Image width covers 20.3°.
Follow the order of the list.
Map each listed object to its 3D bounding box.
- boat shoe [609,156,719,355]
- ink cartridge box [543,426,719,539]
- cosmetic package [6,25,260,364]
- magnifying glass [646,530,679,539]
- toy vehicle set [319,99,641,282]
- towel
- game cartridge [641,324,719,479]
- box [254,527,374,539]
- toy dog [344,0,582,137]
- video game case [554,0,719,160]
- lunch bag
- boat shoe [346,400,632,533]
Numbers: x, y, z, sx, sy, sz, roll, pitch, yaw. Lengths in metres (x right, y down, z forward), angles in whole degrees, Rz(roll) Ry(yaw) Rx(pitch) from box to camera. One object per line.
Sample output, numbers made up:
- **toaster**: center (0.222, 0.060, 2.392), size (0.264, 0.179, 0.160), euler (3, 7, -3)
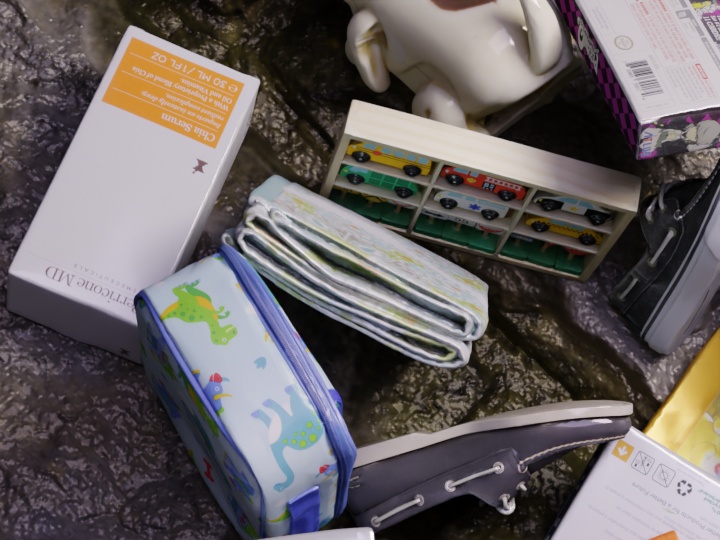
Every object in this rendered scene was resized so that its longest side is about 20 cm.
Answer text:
- **boat shoe**: center (0.215, -0.025, 1.332), size (0.071, 0.201, 0.072), euler (36, 45, 14)
- **ink cartridge box**: center (0.198, 0.231, 1.288), size (0.198, 0.043, 0.201), euler (31, 86, 6)
- **cosmetic package**: center (-0.151, -0.052, 1.344), size (0.101, 0.071, 0.201), euler (22, 66, -1)
- **magnifying glass**: center (0.110, 0.211, 1.267), size (0.199, 0.022, 0.080), euler (-22, 82, 4)
- **toy vehicle set**: center (0.076, -0.051, 1.355), size (0.199, 0.124, 0.027), euler (15, 66, -3)
- **towel**: center (0.000, 0.000, 1.293), size (0.171, 0.200, 0.048), euler (29, 99, 0)
- **game cartridge**: center (0.276, 0.160, 1.354), size (0.200, 0.032, 0.176), euler (36, 66, 7)
- **box**: center (-0.078, 0.274, 1.188), size (0.198, 0.131, 0.201), euler (-5, 69, -13)
- **toy dog**: center (0.045, -0.183, 1.374), size (0.139, 0.194, 0.200), euler (-38, 85, -10)
- **video game case**: center (0.231, -0.156, 1.288), size (0.180, 0.036, 0.201), euler (-10, 43, -9)
- **lunch bag**: center (-0.068, 0.086, 1.230), size (0.082, 0.200, 0.161), euler (-28, 72, -12)
- **boat shoe**: center (0.082, 0.126, 1.290), size (0.199, 0.073, 0.063), euler (-13, 87, 13)
